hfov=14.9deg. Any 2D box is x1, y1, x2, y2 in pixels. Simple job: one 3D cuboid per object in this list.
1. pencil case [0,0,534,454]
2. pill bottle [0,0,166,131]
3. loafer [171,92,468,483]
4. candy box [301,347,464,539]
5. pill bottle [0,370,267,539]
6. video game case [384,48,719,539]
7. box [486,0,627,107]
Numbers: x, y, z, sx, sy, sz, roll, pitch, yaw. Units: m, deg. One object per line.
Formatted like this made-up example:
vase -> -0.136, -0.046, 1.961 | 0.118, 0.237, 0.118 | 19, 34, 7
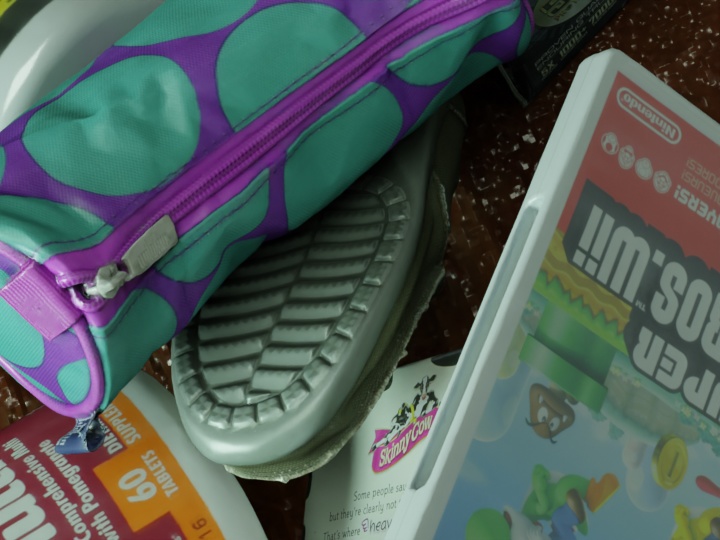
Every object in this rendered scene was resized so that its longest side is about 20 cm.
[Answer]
pencil case -> -0.038, -0.042, 0.812 | 0.200, 0.085, 0.092 | -42, 26, -25
pill bottle -> -0.136, -0.071, 0.919 | 0.200, 0.114, 0.115 | 28, 82, 41
loafer -> 0.000, 0.000, 0.872 | 0.075, 0.070, 0.200 | -5, 37, 25
candy box -> 0.034, 0.128, 0.834 | 0.061, 0.136, 0.201 | 12, 74, -28
pill bottle -> -0.130, 0.123, 0.859 | 0.199, 0.110, 0.110 | -30, 68, -18
video game case -> 0.087, 0.056, 0.791 | 0.143, 0.017, 0.201 | 34, 65, -21
box -> 0.060, -0.188, 0.943 | 0.200, 0.086, 0.164 | -45, 70, -2
